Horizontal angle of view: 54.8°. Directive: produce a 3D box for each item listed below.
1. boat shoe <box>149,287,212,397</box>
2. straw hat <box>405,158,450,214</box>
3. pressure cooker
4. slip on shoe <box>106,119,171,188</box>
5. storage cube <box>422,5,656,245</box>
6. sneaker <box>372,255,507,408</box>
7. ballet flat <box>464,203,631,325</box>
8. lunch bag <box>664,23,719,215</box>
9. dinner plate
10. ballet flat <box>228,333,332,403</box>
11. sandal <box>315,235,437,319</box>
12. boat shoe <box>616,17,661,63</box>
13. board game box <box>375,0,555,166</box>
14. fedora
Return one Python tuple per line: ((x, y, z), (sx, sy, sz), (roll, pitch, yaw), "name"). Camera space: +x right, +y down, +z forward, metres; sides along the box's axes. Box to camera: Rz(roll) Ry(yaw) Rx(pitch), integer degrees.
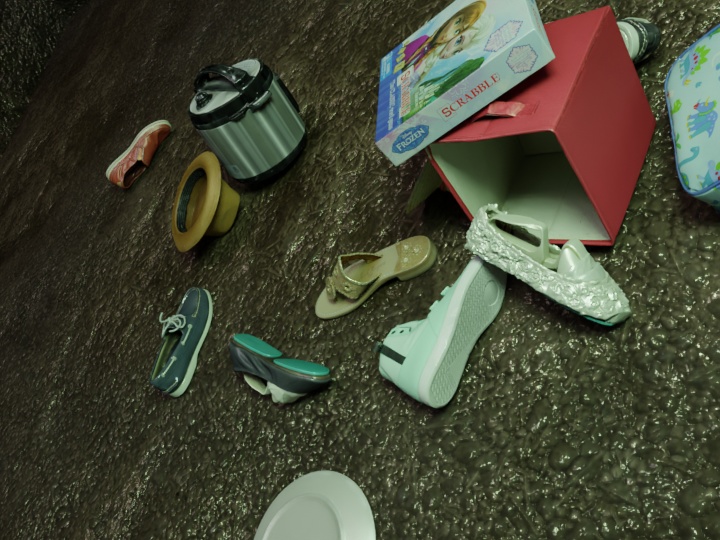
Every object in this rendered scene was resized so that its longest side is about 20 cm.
((-0.306, 0.110, 1.170), (0.074, 0.062, 0.202), (-14, 52, 39), "boat shoe")
((0.143, -0.144, 0.911), (0.084, 0.201, 0.203), (28, 79, 6), "straw hat")
((-0.209, -0.280, 1.243), (0.174, 0.201, 0.180), (-23, 37, 17), "pressure cooker")
((-0.524, -0.278, 1.673), (0.061, 0.074, 0.200), (40, 85, 16), "slip on shoe")
((0.206, -0.153, 0.784), (0.170, 0.200, 0.181), (3, 57, 45), "storage cube")
((0.090, 0.053, 0.830), (0.118, 0.074, 0.202), (15, 71, 51), "sneaker")
((0.196, -0.013, 0.735), (0.199, 0.072, 0.072), (30, 83, 30), "ballet flat")
((0.388, -0.162, 0.672), (0.161, 0.082, 0.202), (-40, 34, 49), "lunch bag")
((-0.067, 0.332, 0.810), (0.198, 0.024, 0.202), (-24, 48, 29), "dinner plate")
((-0.116, 0.145, 0.969), (0.198, 0.073, 0.074), (15, 72, 41), "ballet flat")
((0.000, -0.005, 0.960), (0.210, 0.069, 0.078), (-26, 46, 28), "sandal")
((0.294, -0.288, 0.899), (0.060, 0.075, 0.199), (-18, 13, -23), "boat shoe")
((0.106, -0.235, 0.771), (0.198, 0.041, 0.201), (-32, 33, 27), "board game box")
((-0.281, -0.120, 1.286), (0.200, 0.081, 0.203), (-24, 60, 50), "fedora")
